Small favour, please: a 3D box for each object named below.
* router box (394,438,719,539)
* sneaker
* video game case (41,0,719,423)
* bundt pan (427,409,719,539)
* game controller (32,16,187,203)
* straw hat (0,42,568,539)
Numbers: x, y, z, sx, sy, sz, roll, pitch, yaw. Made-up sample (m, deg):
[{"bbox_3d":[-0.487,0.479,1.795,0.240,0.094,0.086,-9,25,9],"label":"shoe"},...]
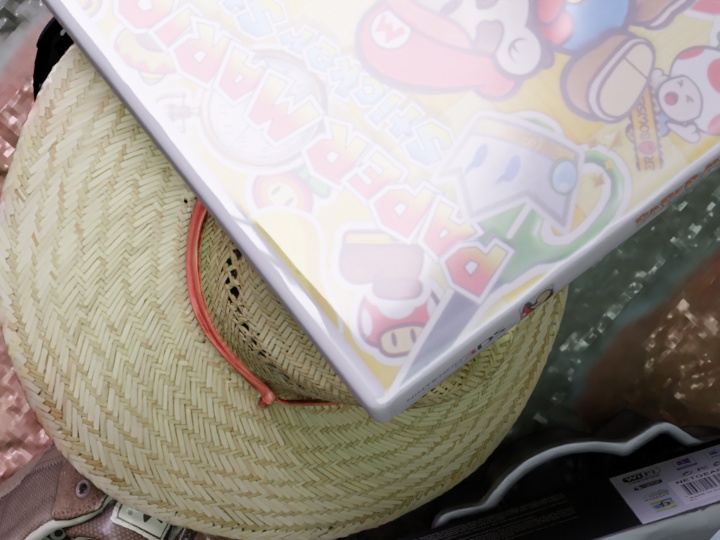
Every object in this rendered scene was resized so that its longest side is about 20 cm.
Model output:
[{"bbox_3d":[0.065,0.153,0.868,0.200,0.052,0.157,-16,106,-5],"label":"router box"},{"bbox_3d":[-0.060,0.059,0.881,0.070,0.076,0.200,28,108,-24],"label":"sneaker"},{"bbox_3d":[0.016,-0.088,0.779,0.182,0.023,0.200,-37,75,-6],"label":"video game case"},{"bbox_3d":[0.088,0.138,0.935,0.202,0.076,0.202,-2,103,-9],"label":"bundt pan"},{"bbox_3d":[-0.004,-0.049,0.895,0.200,0.042,0.104,-7,104,-6],"label":"game controller"},{"bbox_3d":[0.000,0.000,0.820,0.201,0.085,0.201,-6,103,-27],"label":"straw hat"}]
